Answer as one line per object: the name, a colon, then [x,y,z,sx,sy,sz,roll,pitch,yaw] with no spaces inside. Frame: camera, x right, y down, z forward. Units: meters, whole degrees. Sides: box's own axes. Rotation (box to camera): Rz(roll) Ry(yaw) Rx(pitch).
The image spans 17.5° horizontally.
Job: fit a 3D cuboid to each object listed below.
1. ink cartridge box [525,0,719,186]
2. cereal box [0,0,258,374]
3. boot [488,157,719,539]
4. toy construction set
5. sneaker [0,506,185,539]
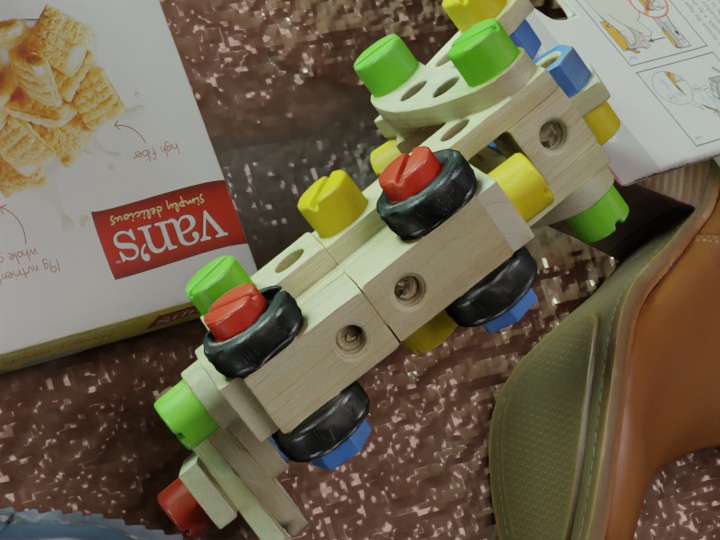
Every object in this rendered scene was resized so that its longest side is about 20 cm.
ink cartridge box: [0.093,-0.111,0.845,0.176,0.045,0.200,-19,61,-33]
cereal box: [-0.130,-0.066,0.748,0.143,0.040,0.201,-17,80,-30]
boot: [0.132,0.043,0.830,0.154,0.074,0.201,23,65,-23]
toy construction set: [0.000,0.000,0.706,0.092,0.131,0.200,37,93,-19]
sneaker: [-0.062,0.126,0.688,0.199,0.070,0.082,15,52,-21]
